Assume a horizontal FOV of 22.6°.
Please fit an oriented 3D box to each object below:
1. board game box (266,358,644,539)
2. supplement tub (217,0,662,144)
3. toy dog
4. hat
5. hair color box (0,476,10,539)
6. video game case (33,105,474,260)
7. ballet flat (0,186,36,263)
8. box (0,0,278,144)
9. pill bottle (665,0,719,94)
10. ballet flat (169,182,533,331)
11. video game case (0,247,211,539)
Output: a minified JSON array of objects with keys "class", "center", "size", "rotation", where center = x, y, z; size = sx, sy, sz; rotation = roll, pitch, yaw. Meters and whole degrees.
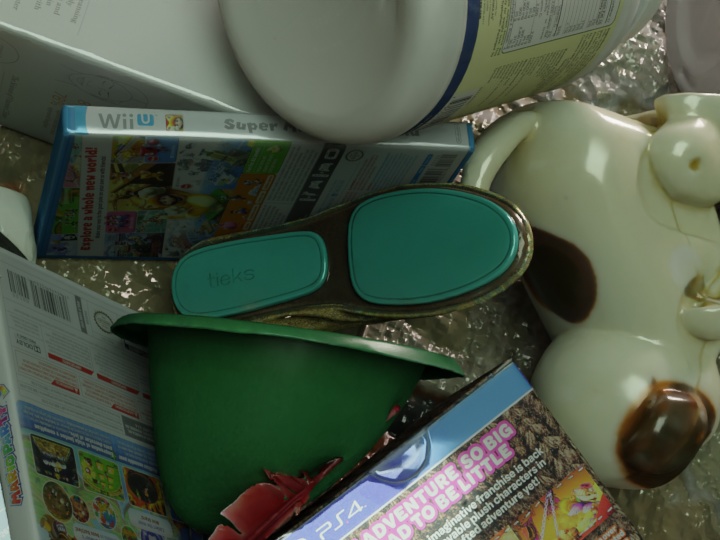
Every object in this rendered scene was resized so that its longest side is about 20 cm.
[{"class":"board game box","center":[0.062,0.177,0.905],"size":[0.159,0.097,0.201],"rotation":[-34,86,-22]},{"class":"supplement tub","center":[0.045,-0.148,0.857],"size":[0.199,0.145,0.146],"rotation":[-21,80,-44]},{"class":"toy dog","center":[0.140,0.013,0.944],"size":[0.193,0.139,0.202],"rotation":[0,85,-49]},{"class":"hat","center":[-0.053,0.118,0.847],"size":[0.199,0.165,0.178],"rotation":[12,80,-34]},{"class":"hair color box","center":[-0.219,0.073,0.849],"size":[0.061,0.099,0.200],"rotation":[-39,88,-13]},{"class":"video game case","center":[-0.058,-0.040,0.907],"size":[0.198,0.143,0.018],"rotation":[1,67,-16]},{"class":"ballet flat","center":[-0.207,-0.029,0.905],"size":[0.200,0.068,0.068],"rotation":[48,56,1]},{"class":"box","center":[-0.136,-0.126,0.919],"size":[0.199,0.124,0.098],"rotation":[20,69,-11]},{"class":"pill bottle","center":[0.290,-0.146,1.057],"size":[0.198,0.111,0.112],"rotation":[0,75,-17]},{"class":"ballet flat","center":[0.000,0.000,0.909],"size":[0.198,0.071,0.071],"rotation":[-10,74,23]},{"class":"video game case","center":[-0.117,0.096,0.841],"size":[0.018,0.143,0.201],"rotation":[-29,58,21]}]
